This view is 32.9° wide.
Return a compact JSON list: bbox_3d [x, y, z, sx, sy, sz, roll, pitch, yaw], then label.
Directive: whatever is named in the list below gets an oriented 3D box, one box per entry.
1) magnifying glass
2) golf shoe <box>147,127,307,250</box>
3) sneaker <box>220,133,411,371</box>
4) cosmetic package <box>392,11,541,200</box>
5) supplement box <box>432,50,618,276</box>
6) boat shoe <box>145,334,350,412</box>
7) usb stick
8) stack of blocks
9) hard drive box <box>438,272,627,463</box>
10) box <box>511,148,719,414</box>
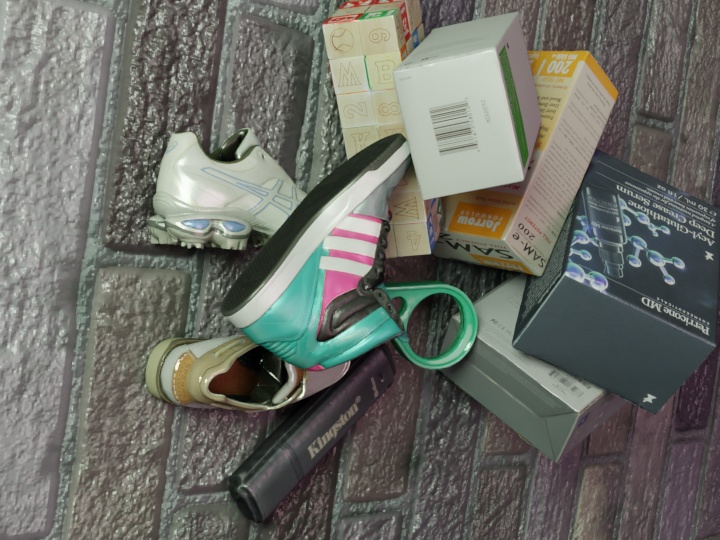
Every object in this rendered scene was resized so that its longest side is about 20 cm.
[{"bbox_3d":[0.025,0.028,1.082,0.200,0.022,0.080,27,89,-30],"label":"magnifying glass"},{"bbox_3d":[-0.073,-0.062,0.962,0.200,0.078,0.097,3,90,-47],"label":"golf shoe"},{"bbox_3d":[0.000,0.000,0.919,0.121,0.084,0.200,48,67,-19],"label":"sneaker"},{"bbox_3d":[0.091,-0.138,0.988,0.200,0.085,0.108,-59,136,-66],"label":"cosmetic package"},{"bbox_3d":[0.138,-0.105,1.133,0.074,0.126,0.200,40,69,-44],"label":"supplement box"},{"bbox_3d":[-0.074,0.083,0.991,0.200,0.068,0.075,-7,103,-45],"label":"boat shoe"},{"bbox_3d":[-0.039,0.137,1.065,0.200,0.033,0.055,-44,126,-32],"label":"usb stick"},{"bbox_3d":[0.025,-0.124,1.023,0.115,0.059,0.200,-63,145,-65],"label":"stack of blocks"},{"bbox_3d":[0.200,0.072,1.201,0.200,0.156,0.077,-30,147,-38],"label":"hard drive box"},{"bbox_3d":[0.242,0.005,1.132,0.200,0.148,0.107,-69,-174,-47],"label":"box"}]
